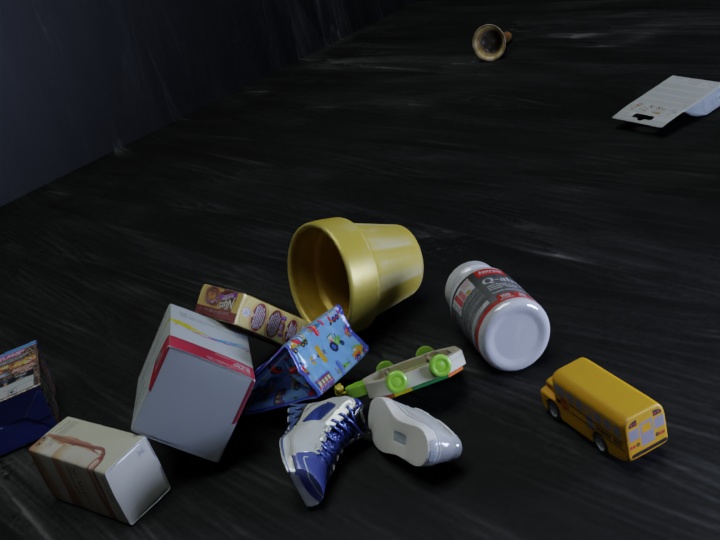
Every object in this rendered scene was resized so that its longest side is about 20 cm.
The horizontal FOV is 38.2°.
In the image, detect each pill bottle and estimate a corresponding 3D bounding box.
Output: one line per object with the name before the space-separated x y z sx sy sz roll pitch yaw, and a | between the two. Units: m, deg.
pill bottle | 0.205 0.063 1.613 0.114 0.117 0.200 -20 25 -7

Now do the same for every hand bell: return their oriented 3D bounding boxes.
hand bell | 0.418 -0.699 3.133 0.103 0.106 0.200 -4 16 28

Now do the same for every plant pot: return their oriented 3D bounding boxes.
plant pot | 0.000 0.000 1.815 0.187 0.205 0.199 -15 19 -35

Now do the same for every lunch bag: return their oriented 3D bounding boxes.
lunch bag | -0.107 0.161 1.638 0.199 0.095 0.150 -35 1 41

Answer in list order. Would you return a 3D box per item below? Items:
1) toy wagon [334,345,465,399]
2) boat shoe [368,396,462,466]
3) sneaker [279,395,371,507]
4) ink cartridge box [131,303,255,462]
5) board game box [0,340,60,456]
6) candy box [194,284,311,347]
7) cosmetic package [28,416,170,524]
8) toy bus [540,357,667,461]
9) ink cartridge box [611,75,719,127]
toy wagon | 0.057 0.158 1.558 0.197 0.040 0.155 -20 2 -4
boat shoe | 0.074 0.221 1.439 0.067 0.073 0.199 6 -1 -25
sneaker | -0.045 0.231 1.461 0.114 0.081 0.200 -24 22 10
ink cartridge box | -0.256 0.166 1.591 0.143 0.147 0.200 22 12 -15
board game box | -0.629 0.232 1.848 0.157 0.098 0.200 -22 25 -11
candy box | -0.165 0.086 1.736 0.116 0.199 0.057 11 79 46
cosmetic package | -0.391 0.295 1.549 0.198 0.105 0.087 3 33 41
toy bus | 0.309 0.176 1.351 0.064 0.079 0.200 -24 25 -16
ink cartridge box | 0.678 -0.354 2.273 0.199 0.051 0.162 -36 29 -16
